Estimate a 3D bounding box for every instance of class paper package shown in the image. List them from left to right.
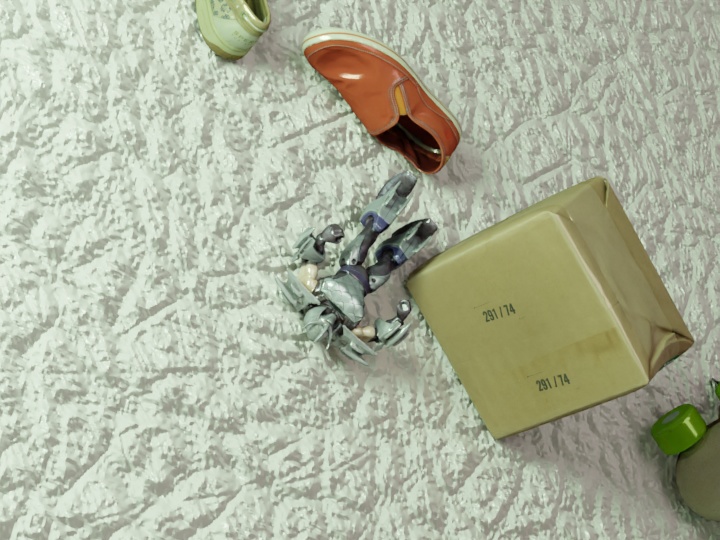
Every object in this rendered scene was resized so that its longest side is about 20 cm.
[{"bbox_3d":[0.174,0.039,1.514,0.103,0.200,0.191,-32,93,-48],"label":"paper package"}]

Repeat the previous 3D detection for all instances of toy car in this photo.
[{"bbox_3d":[0.411,0.181,1.755,0.165,0.158,0.200,54,14,-5],"label":"toy car"}]

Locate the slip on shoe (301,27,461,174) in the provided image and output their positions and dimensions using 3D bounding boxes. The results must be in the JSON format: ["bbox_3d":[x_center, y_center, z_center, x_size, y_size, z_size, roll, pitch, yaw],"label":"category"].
[{"bbox_3d":[0.022,-0.164,1.575,0.200,0.074,0.061,39,48,-30],"label":"slip on shoe"}]

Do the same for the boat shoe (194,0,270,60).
[{"bbox_3d":[-0.122,-0.294,1.505,0.073,0.063,0.201,0,68,-44],"label":"boat shoe"}]

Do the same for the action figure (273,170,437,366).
[{"bbox_3d":[0.000,0.000,1.462,0.130,0.069,0.200,52,44,-17],"label":"action figure"}]
